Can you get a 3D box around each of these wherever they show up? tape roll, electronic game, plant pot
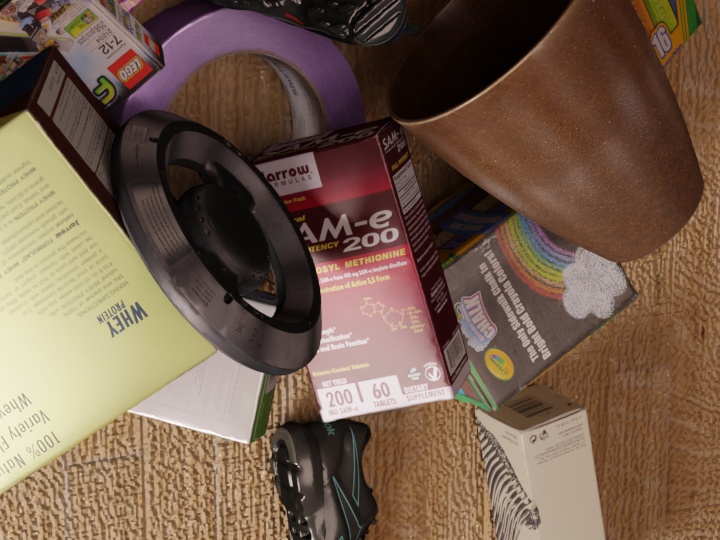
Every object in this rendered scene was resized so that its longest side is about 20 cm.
[{"bbox_3d":[-0.097,-0.099,1.465,0.198,0.066,0.202,-7,106,-25],"label":"tape roll"},{"bbox_3d":[-0.093,-0.020,1.304,0.041,0.201,0.200,-33,121,22],"label":"electronic game"},{"bbox_3d":[0.152,-0.105,1.408,0.187,0.187,0.200,-48,113,-9],"label":"plant pot"}]

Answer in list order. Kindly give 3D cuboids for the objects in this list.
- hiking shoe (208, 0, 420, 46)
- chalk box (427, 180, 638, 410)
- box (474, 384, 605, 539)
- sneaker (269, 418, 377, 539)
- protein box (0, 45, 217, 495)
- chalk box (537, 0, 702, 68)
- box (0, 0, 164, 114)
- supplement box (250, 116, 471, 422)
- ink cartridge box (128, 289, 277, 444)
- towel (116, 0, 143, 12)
[{"bbox_3d":[-0.057,-0.205,1.403,0.199,0.087,0.075,28,90,11],"label":"hiking shoe"},{"bbox_3d":[0.090,0.021,1.543,0.199,0.124,0.125,-36,109,-14],"label":"chalk box"},{"bbox_3d":[0.157,0.205,1.664,0.068,0.082,0.202,-18,109,-23],"label":"box"},{"bbox_3d":[-0.020,0.214,1.577,0.079,0.075,0.202,-11,108,-27],"label":"sneaker"},{"bbox_3d":[-0.225,0.002,1.308,0.198,0.135,0.200,-33,110,13],"label":"protein box"},{"bbox_3d":[0.153,-0.236,1.508,0.124,0.124,0.201,-49,121,-35],"label":"chalk box"},{"bbox_3d":[-0.243,-0.120,1.349,0.200,0.035,0.110,-38,123,16],"label":"box"},{"bbox_3d":[0.000,0.000,1.425,0.108,0.061,0.202,-12,104,21],"label":"supplement box"},{"bbox_3d":[-0.157,0.049,1.451,0.198,0.059,0.105,14,98,8],"label":"ink cartridge box"},{"bbox_3d":[-0.171,-0.272,1.408,0.200,0.023,0.144,-41,117,-13],"label":"towel"}]
